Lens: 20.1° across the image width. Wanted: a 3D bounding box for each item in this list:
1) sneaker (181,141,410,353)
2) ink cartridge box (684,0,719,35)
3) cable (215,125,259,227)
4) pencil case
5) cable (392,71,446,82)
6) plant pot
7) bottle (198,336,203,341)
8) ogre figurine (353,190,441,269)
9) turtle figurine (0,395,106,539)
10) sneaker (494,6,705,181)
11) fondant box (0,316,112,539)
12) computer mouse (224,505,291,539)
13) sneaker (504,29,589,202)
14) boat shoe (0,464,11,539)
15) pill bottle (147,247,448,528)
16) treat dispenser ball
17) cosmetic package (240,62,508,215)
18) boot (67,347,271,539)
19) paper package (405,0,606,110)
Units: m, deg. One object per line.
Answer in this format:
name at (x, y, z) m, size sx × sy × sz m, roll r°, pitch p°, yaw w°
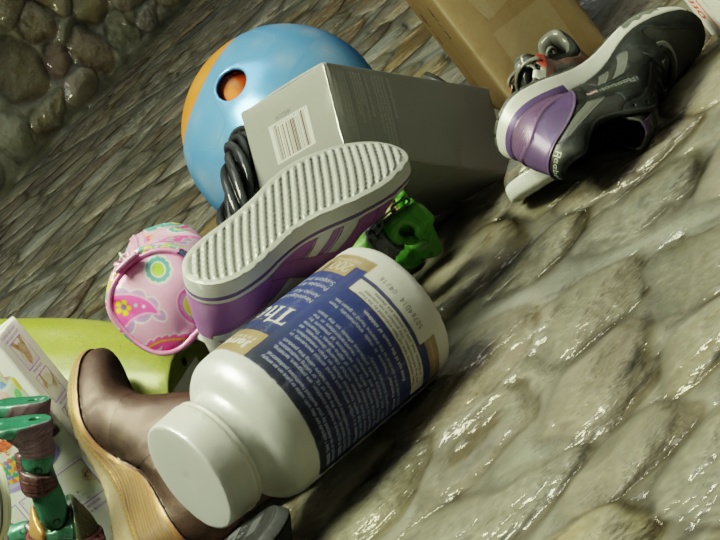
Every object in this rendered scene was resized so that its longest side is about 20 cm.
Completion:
sneaker at (-0.040, -0.007, 1.464) m, size 0.200 × 0.115 × 0.073 m, roll -34°, pitch 43°, yaw -23°
ink cartridge box at (0.282, -0.242, 1.540) m, size 0.067 × 0.117 × 0.200 m, roll -43°, pitch 14°, yaw -10°
cable at (-0.090, -0.022, 1.646) m, size 0.050 × 0.201 × 0.163 m, roll -12°, pitch -11°, yaw 9°
pencil case at (-0.151, 0.010, 1.571) m, size 0.087 × 0.088 × 0.200 m, roll -40°, pitch 6°, yaw 2°
cable at (0.071, -0.142, 1.821) m, size 0.050 × 0.097 × 0.200 m, roll -55°, pitch 11°, yaw 6°
plant pot at (-0.208, 0.118, 1.648) m, size 0.199 × 0.188 × 0.187 m, roll -10°, pitch 29°, yaw 30°
bottle at (-0.056, 0.005, 1.761) m, size 0.200 × 0.065 × 0.084 m, roll -36°, pitch 14°, yaw 16°
ogre figurine at (0.000, 0.000, 1.575) m, size 0.120 × 0.098 × 0.200 m, roll -38°, pitch 17°, yaw -6°
turtle figurine at (-0.235, 0.198, 1.477) m, size 0.100 × 0.202 × 0.149 m, roll -10°, pitch 10°, yaw -26°
sneaker at (0.202, -0.124, 1.531) m, size 0.200 × 0.076 × 0.087 m, roll -34°, pitch 45°, yaw -23°
fondant box at (-0.262, 0.158, 1.560) m, size 0.144 × 0.200 × 0.058 m, roll -35°, pitch 11°, yaw 18°
computer mouse at (-0.102, 0.214, 1.328) m, size 0.200 × 0.046 × 0.141 m, roll -40°, pitch 9°, yaw 19°
sneaker at (0.140, -0.127, 1.624) m, size 0.077 × 0.082 × 0.200 m, roll -31°, pitch 17°, yaw 32°
boat shoe at (-0.296, 0.197, 1.433) m, size 0.062 × 0.075 × 0.200 m, roll -6°, pitch -30°, yaw -27°
pill bottle at (-0.044, 0.081, 1.368) m, size 0.200 × 0.111 × 0.111 m, roll -38°, pitch 12°, yaw -29°
treat dispenser ball at (-0.070, -0.132, 1.924) m, size 0.200 × 0.201 × 0.201 m, roll -37°, pitch 15°, yaw 12°
cosmetic package at (0.016, -0.102, 1.650) m, size 0.107 × 0.091 × 0.199 m, roll -27°, pitch -19°, yaw 39°
boot at (-0.122, 0.110, 1.489) m, size 0.166 × 0.072 × 0.201 m, roll -32°, pitch 55°, yaw 15°
paper package at (0.109, -0.246, 1.812) m, size 0.103 × 0.200 × 0.191 m, roll -40°, pitch 15°, yaw 0°
